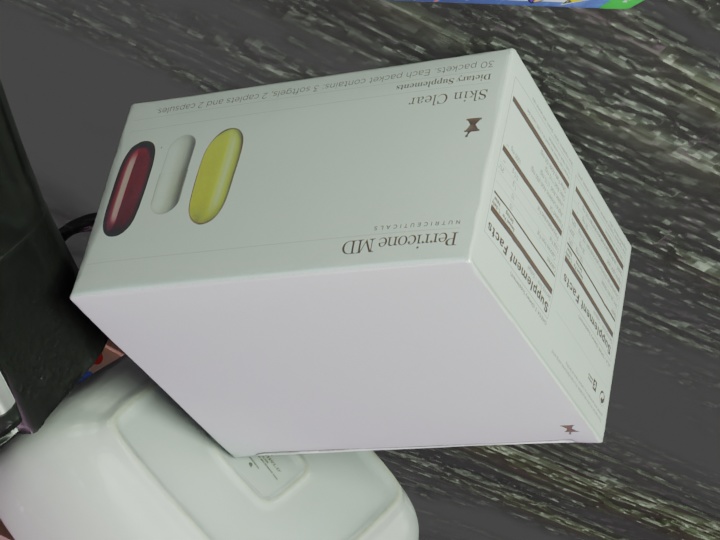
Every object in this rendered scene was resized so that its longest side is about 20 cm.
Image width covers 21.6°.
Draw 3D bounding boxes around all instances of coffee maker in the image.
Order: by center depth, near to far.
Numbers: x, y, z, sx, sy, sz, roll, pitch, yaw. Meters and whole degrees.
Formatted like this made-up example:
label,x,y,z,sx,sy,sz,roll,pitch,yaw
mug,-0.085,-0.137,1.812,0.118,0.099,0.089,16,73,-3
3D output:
label,x,y,z,sx,sy,sz,roll,pitch,yaw
coffee maker,-0.199,-0.034,0.855,0.134,0.192,0.201,5,134,21

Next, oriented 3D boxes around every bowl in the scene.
label,x,y,z,sx,sy,sz,roll,pitch,yaw
bowl,-0.067,0.116,0.970,0.200,0.200,0.075,48,130,8

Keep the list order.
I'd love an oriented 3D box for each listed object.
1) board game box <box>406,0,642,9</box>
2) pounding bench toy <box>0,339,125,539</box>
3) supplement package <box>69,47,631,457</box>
label,x,y,z,sx,sy,sz,roll,pitch,yaw
board game box,0.111,-0.139,0.601,0.135,0.035,0.200,-5,167,-42
pounding bench toy,-0.192,0.134,1.099,0.124,0.157,0.200,30,150,-18
supplement package,0.000,0.000,0.862,0.199,0.111,0.156,-6,145,28
